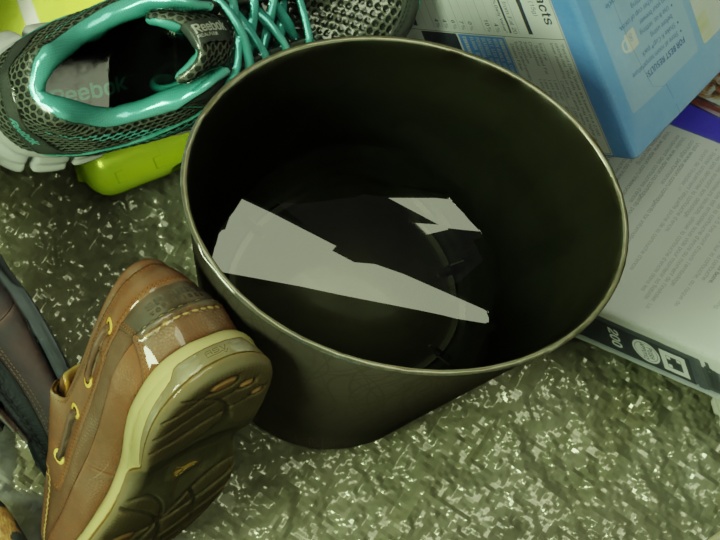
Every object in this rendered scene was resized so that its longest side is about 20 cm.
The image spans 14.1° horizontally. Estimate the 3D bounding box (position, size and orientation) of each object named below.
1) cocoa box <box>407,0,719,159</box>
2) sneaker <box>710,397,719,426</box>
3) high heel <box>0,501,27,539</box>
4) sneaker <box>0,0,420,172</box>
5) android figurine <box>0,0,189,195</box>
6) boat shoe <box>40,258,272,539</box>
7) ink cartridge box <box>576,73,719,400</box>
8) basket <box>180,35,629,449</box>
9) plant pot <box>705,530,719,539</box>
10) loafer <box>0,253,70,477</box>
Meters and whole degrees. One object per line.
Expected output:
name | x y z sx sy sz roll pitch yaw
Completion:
cocoa box | 0.109 -0.161 1.282 0.200 0.131 0.134 -44 124 -30
sneaker | 0.218 0.103 1.302 0.077 0.080 0.201 -27 82 -16
high heel | -0.143 0.182 1.181 0.071 0.143 0.201 0 75 -10
sneaker | -0.061 -0.088 1.187 0.199 0.091 0.078 -21 93 -15
android figurine | -0.123 -0.125 1.289 0.199 0.041 0.183 -22 85 -2
boat shoe | -0.094 0.066 1.201 0.072 0.200 0.068 -22 67 -31
ink cartridge box | 0.184 -0.037 1.299 0.200 0.043 0.198 24 67 37
basket | 0.000 0.000 1.226 0.179 0.200 0.137 11 73 -8
plant pot | 0.167 0.216 1.210 0.200 0.201 0.184 27 65 -2
loafer | -0.174 0.014 1.224 0.063 0.072 0.201 -32 122 -14
